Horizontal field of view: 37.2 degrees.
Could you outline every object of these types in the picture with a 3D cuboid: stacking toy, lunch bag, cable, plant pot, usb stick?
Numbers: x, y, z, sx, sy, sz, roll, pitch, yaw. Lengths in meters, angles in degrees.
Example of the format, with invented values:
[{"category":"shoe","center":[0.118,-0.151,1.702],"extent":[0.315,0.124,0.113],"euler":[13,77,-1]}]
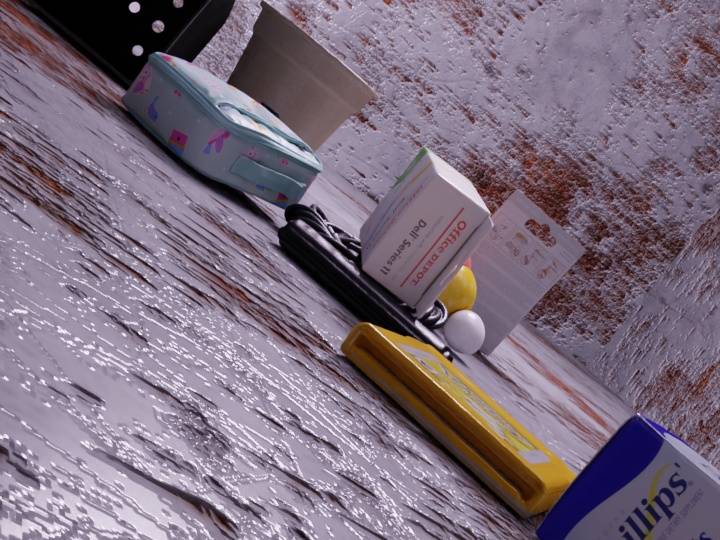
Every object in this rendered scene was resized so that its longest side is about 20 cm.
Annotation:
[{"category":"stacking toy","center":[0.090,0.019,1.287],"extent":[0.146,0.146,0.201],"euler":[31,29,-52]},{"category":"lunch bag","center":[-0.132,-0.139,1.097],"extent":[0.160,0.078,0.199],"euler":[40,11,30]},{"category":"cable","center":[0.000,0.000,1.113],"extent":[0.199,0.051,0.163],"euler":[36,13,-9]},{"category":"plant pot","center":[-0.107,-0.221,1.421],"extent":[0.200,0.184,0.200],"euler":[38,6,-5]},{"category":"usb stick","center":[0.003,0.023,0.984],"extent":[0.200,0.033,0.055],"euler":[40,-1,15]},{"category":"plant pot","center":[-0.270,-0.333,1.323],"extent":[0.199,0.200,0.177],"euler":[39,-6,5]}]

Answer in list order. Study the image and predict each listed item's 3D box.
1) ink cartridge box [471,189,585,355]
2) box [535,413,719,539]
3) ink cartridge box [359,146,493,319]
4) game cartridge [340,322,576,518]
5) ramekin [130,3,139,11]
[{"category":"ink cartridge box","center":[0.179,0.000,1.428],"extent":[0.162,0.201,0.057],"euler":[35,8,-33]},{"category":"box","center":[0.241,0.204,0.706],"extent":[0.200,0.105,0.184],"euler":[41,5,28]},{"category":"ink cartridge box","center":[0.058,-0.041,1.027],"extent":[0.067,0.118,0.200],"euler":[36,11,-10]},{"category":"game cartridge","center":[0.085,0.111,0.812],"extent":[0.176,0.033,0.200],"euler":[41,7,19]},{"category":"ramekin","center":[-0.552,-0.653,2.385],"extent":[0.199,0.105,0.200],"euler":[38,5,-4]}]
